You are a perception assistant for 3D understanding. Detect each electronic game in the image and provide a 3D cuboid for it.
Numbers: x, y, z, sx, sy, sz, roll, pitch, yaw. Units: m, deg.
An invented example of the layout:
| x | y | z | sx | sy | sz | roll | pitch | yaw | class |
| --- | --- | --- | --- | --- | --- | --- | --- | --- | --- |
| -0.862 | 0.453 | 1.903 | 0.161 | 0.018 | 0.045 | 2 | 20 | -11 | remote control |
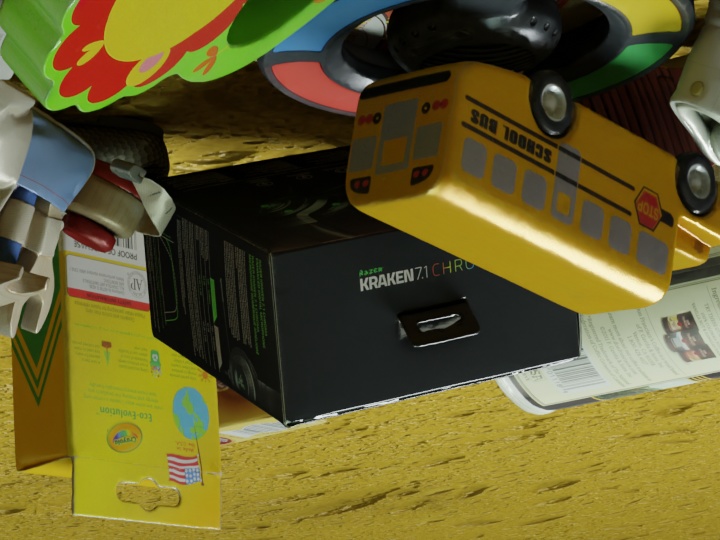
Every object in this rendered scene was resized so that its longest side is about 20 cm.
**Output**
| x | y | z | sx | sy | sz | roll | pitch | yaw | class |
| --- | --- | --- | --- | --- | --- | --- | --- | --- | --- |
| 0.051 | -0.107 | 1.068 | 0.199 | 0.042 | 0.200 | -5 | 165 | -1 | electronic game |

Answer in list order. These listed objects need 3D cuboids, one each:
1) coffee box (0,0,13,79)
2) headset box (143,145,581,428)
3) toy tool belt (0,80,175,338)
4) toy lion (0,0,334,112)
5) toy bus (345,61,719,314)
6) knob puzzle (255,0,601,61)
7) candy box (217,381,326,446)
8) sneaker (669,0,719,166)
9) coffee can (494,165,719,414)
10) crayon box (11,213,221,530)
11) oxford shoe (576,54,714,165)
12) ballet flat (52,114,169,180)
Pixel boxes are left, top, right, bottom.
| x | y | z | sx | sy | sz | roll | pitch | yaw | class |
| --- | --- | --- | --- | --- | --- | --- | --- | --- | --- |
| -0.220 | -0.139 | 0.857 | 0.199 | 0.115 | 0.080 | 1 | 163 | -19 | coffee box |
| 0.000 | 0.000 | 1.244 | 0.173 | 0.093 | 0.200 | -12 | -163 | -24 | headset box |
| -0.196 | -0.026 | 1.181 | 0.125 | 0.123 | 0.200 | 18 | 169 | 39 | toy tool belt |
| -0.047 | -0.123 | 0.867 | 0.192 | 0.069 | 0.200 | -41 | 168 | -9 | toy lion |
| 0.087 | -0.035 | 1.081 | 0.065 | 0.079 | 0.200 | -10 | 155 | 44 | toy bus |
| 0.016 | -0.134 | 1.093 | 0.218 | 0.031 | 0.220 | -4 | 165 | -1 | knob puzzle |
| -0.121 | 0.062 | 1.591 | 0.199 | 0.117 | 0.056 | -15 | 161 | 33 | candy box |
| 0.214 | -0.086 | 1.137 | 0.074 | 0.116 | 0.200 | 24 | -179 | 41 | sneaker |
| 0.180 | -0.004 | 1.388 | 0.199 | 0.147 | 0.146 | -13 | 162 | 30 | coffee can |
| -0.146 | 0.055 | 1.403 | 0.051 | 0.201 | 0.127 | -17 | 160 | 38 | crayon box |
| 0.147 | -0.073 | 1.217 | 0.199 | 0.071 | 0.075 | -14 | -179 | -24 | oxford shoe |
| -0.195 | -0.060 | 1.267 | 0.199 | 0.047 | 0.067 | 5 | 161 | -29 | ballet flat |
